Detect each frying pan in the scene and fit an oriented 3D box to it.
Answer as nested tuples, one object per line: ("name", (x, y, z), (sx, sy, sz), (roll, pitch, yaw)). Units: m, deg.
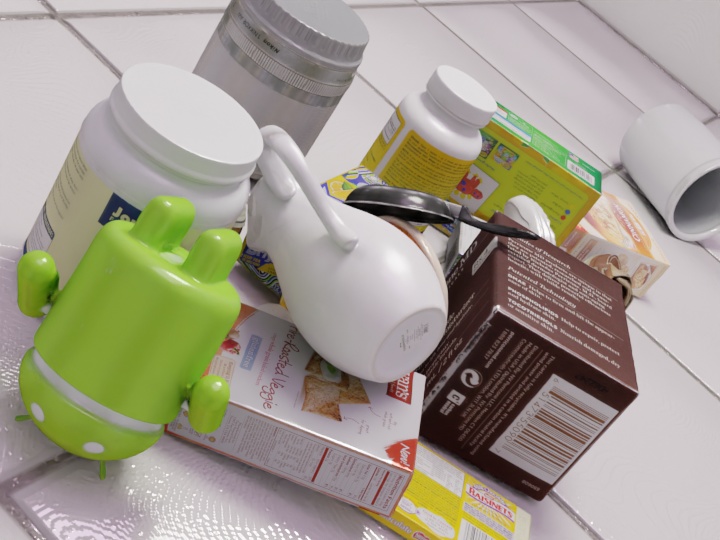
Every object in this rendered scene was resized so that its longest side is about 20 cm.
("frying pan", (0.069, -0.059, 1.042), (0.188, 0.031, 0.115), (6, -4, 32))

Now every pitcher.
("pitcher", (-0.022, -0.016, 0.892), (0.121, 0.172, 0.200), (-34, 57, -14))

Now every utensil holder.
("utensil holder", (0.581, -0.182, 1.934), (0.169, 0.171, 0.201), (14, 34, -34))

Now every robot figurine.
("robot figurine", (-0.163, 0.046, 0.764), (0.175, 0.201, 0.116), (34, 6, 1))

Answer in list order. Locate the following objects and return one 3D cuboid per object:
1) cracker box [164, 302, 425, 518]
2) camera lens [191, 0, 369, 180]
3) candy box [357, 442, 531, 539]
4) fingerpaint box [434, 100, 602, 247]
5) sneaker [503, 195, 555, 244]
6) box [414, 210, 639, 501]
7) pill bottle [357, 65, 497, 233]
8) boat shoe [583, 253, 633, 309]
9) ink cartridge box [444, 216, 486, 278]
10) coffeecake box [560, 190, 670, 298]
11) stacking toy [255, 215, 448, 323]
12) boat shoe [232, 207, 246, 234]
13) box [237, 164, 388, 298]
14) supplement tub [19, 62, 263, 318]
("cracker box", (-0.049, 0.109, 0.895), (0.198, 0.058, 0.134), (22, 30, -5))
("camera lens", (-0.100, -0.215, 1.202), (0.159, 0.201, 0.161), (27, 30, -17))
("candy box", (0.061, 0.201, 0.942), (0.199, 0.027, 0.102), (33, 27, -4))
("fingerpaint box", (0.182, -0.105, 1.383), (0.199, 0.167, 0.074), (32, 30, -5))
("sneaker", (0.170, 0.007, 1.230), (0.098, 0.078, 0.202), (2, 70, -10))
("box", (0.158, 0.082, 1.079), (0.163, 0.167, 0.201), (29, 29, -9))
("pill bottle", (0.073, -0.137, 1.275), (0.112, 0.201, 0.113), (26, 30, -17))
("boat shoe", (0.325, 0.032, 1.411), (0.200, 0.071, 0.076), (-50, 124, -55))
("ink cartridge box", (0.203, 0.009, 1.332), (0.198, 0.051, 0.109), (24, 31, -5))
("coffeecake box", (0.335, -0.059, 1.581), (0.198, 0.073, 0.154), (18, 34, -29))
("stacking toy", (-0.029, 0.035, 1.023), (0.198, 0.147, 0.147), (-14, 54, -33))
("boat shoe", (-0.154, -0.067, 1.074), (0.074, 0.063, 0.200), (19, 17, -19))
("box", (-0.037, -0.044, 1.118), (0.070, 0.065, 0.200), (38, 36, 15))
("supplement tub", (-0.178, -0.051, 0.874), (0.144, 0.201, 0.146), (26, 30, -16))
